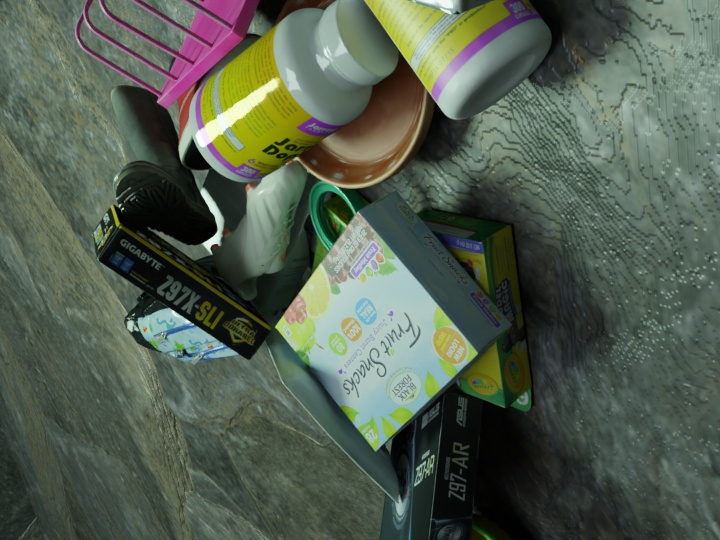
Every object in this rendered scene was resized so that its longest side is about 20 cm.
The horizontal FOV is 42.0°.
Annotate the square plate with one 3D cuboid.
[{"bbox_3d":[-0.033,0.143,1.047,0.200,0.028,0.198,49,-179,-22],"label":"square plate"}]

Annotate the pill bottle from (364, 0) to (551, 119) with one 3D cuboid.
[{"bbox_3d":[0.057,-0.229,0.746,0.201,0.103,0.104,56,145,9],"label":"pill bottle"}]

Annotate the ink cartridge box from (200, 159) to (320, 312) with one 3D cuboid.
[{"bbox_3d":[-0.112,-0.077,1.086,0.163,0.057,0.201,45,122,24],"label":"ink cartridge box"}]

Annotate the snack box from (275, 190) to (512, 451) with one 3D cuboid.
[{"bbox_3d":[0.025,0.053,0.906,0.169,0.067,0.200,50,137,10],"label":"snack box"}]

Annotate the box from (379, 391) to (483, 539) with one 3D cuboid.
[{"bbox_3d":[0.069,0.234,0.986,0.200,0.043,0.163,121,160,-63],"label":"box"}]

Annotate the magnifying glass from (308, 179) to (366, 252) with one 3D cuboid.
[{"bbox_3d":[0.000,0.000,0.966,0.079,0.022,0.203,-13,104,54],"label":"magnifying glass"}]

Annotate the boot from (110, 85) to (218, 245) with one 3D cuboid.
[{"bbox_3d":[-0.244,-0.139,1.073,0.182,0.072,0.202,50,-164,-63],"label":"boot"}]

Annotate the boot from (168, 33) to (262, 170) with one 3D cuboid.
[{"bbox_3d":[-0.162,-0.225,1.028,0.200,0.071,0.146,-44,52,49],"label":"boot"}]

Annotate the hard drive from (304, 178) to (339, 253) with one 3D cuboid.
[{"bbox_3d":[-0.066,-0.135,1.037,0.139,0.033,0.202,43,141,27],"label":"hard drive"}]

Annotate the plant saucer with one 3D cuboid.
[{"bbox_3d":[-0.009,-0.181,0.895,0.198,0.032,0.204,12,110,37],"label":"plant saucer"}]

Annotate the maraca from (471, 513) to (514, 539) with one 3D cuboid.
[{"bbox_3d":[0.140,0.353,1.030,0.201,0.106,0.137,54,140,4],"label":"maraca"}]

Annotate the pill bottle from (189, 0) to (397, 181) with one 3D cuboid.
[{"bbox_3d":[-0.060,-0.164,0.842,0.199,0.104,0.106,-26,92,42],"label":"pill bottle"}]

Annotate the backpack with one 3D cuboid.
[{"bbox_3d":[-0.194,0.045,1.240,0.155,0.163,0.199,53,139,-2],"label":"backpack"}]

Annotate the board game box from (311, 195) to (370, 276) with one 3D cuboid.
[{"bbox_3d":[-0.007,0.021,1.050,0.101,0.047,0.202,41,141,27],"label":"board game box"}]

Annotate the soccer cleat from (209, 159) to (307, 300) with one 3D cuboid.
[{"bbox_3d":[-0.098,-0.043,1.011,0.078,0.069,0.200,53,137,11],"label":"soccer cleat"}]

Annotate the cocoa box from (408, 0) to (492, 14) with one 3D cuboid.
[{"bbox_3d":[0.080,-0.266,0.603,0.132,0.199,0.133,29,134,37],"label":"cocoa box"}]

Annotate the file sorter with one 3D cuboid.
[{"bbox_3d":[-0.182,-0.277,0.911,0.124,0.141,0.199,29,157,-25],"label":"file sorter"}]

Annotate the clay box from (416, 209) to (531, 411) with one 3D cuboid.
[{"bbox_3d":[0.104,0.048,0.921,0.114,0.047,0.203,15,123,47],"label":"clay box"}]

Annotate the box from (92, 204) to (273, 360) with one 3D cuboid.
[{"bbox_3d":[-0.202,0.011,1.043,0.199,0.050,0.160,37,180,-20],"label":"box"}]
